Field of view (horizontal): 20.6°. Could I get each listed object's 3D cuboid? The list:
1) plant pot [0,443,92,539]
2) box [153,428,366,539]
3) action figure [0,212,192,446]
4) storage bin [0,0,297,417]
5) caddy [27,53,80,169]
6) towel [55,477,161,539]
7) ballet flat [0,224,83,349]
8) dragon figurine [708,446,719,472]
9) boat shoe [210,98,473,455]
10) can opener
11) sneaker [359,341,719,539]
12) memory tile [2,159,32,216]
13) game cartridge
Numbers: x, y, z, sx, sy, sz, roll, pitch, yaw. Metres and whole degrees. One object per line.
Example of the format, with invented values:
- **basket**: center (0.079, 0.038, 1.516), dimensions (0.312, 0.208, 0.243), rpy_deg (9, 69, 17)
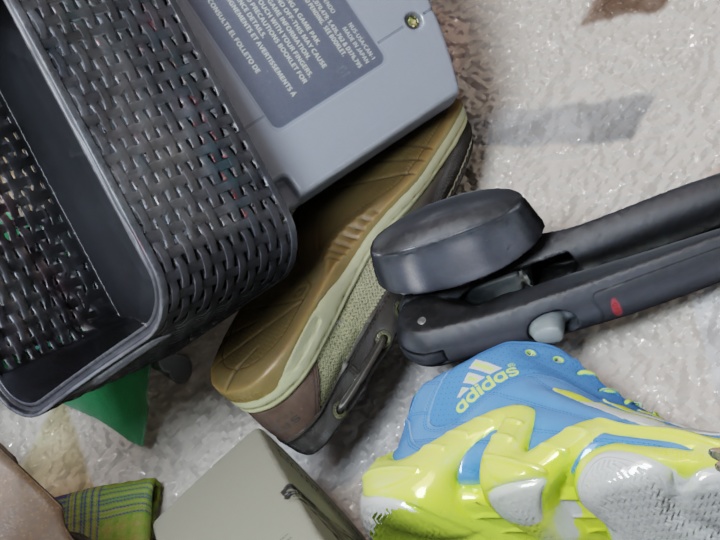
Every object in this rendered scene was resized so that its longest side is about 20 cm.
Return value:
- **plant pot**: center (-0.206, 0.170, 0.851), dimensions (0.198, 0.201, 0.200), rpy_deg (-46, 46, -14)
- **box**: center (-0.028, 0.130, 0.792), dimensions (0.068, 0.082, 0.200), rpy_deg (-43, 13, -2)
- **action figure**: center (-0.172, 0.012, 1.041), dimensions (0.199, 0.055, 0.119), rpy_deg (13, 88, 33)
- **storage bin**: center (-0.135, -0.054, 0.894), dimensions (0.135, 0.093, 0.201), rpy_deg (-33, 85, 42)
- **caddy**: center (-0.079, -0.123, 1.007), dimensions (0.200, 0.141, 0.105), rpy_deg (-51, 5, -10)
- **towel**: center (-0.183, 0.183, 0.962), dimensions (0.199, 0.023, 0.145), rpy_deg (-20, 50, 20)
- **ballet flat**: center (-0.232, 0.020, 0.992), dimensions (0.198, 0.073, 0.074), rpy_deg (-15, 52, 19)
- **dragon figurine**: center (0.171, 0.114, 0.735), dimensions (0.199, 0.100, 0.059), rpy_deg (-10, 30, -30)
- **boat shoe**: center (0.000, 0.000, 0.943), dimensions (0.073, 0.065, 0.201), rpy_deg (-1, 45, 47)
- **can opener**: center (0.106, -0.002, 0.879), dimensions (0.198, 0.079, 0.064), rpy_deg (-11, 58, 11)
- **sneaker**: center (0.097, 0.067, 0.825), dimensions (0.198, 0.076, 0.106), rpy_deg (-4, 46, 20)
- **memory tile**: center (-0.154, -0.085, 1.135), dimensions (0.153, 0.017, 0.200), rpy_deg (-42, 47, 1)
- **game cartridge**: center (-0.047, -0.138, 0.944), dimensions (0.133, 0.042, 0.201), rpy_deg (-33, 86, -21)
